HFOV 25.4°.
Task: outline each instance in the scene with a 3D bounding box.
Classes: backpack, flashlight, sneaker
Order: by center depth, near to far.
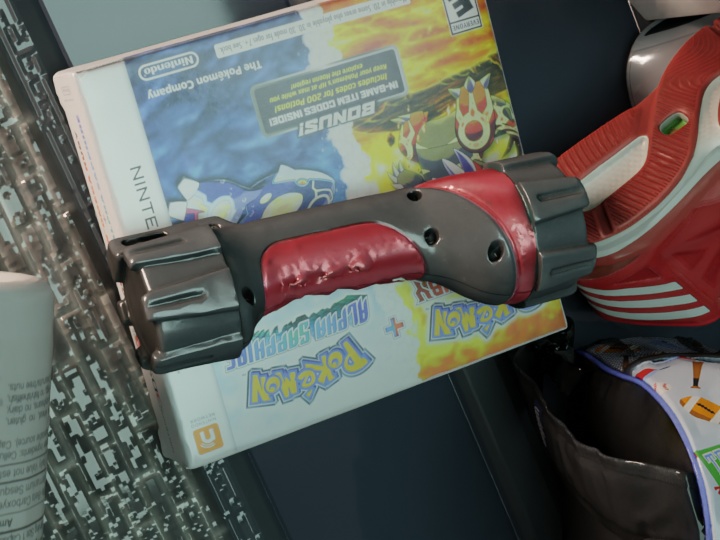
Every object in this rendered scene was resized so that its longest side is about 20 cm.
[{"bbox_3d":[0.000,0.000,0.680,0.200,0.068,0.068,-14,103,-22],"label":"flashlight"},{"bbox_3d":[0.161,0.124,0.724,0.154,0.191,0.201,-7,96,-2],"label":"backpack"},{"bbox_3d":[0.181,-0.049,0.781,0.200,0.078,0.116,-31,141,-2],"label":"sneaker"}]

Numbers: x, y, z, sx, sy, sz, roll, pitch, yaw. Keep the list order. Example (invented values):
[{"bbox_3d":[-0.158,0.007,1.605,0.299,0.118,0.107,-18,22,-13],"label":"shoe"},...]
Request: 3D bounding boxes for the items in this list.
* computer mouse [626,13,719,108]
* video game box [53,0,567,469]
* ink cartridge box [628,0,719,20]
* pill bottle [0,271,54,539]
[{"bbox_3d":[0.229,-0.117,0.823,0.200,0.044,0.110,-23,103,-19],"label":"computer mouse"},{"bbox_3d":[-0.018,-0.028,0.730,0.200,0.047,0.183,-19,103,-19],"label":"video game box"},{"bbox_3d":[0.180,-0.185,0.758,0.067,0.117,0.200,44,80,-19],"label":"ink cartridge box"},{"bbox_3d":[-0.184,0.100,0.635,0.114,0.114,0.201,3,93,-22],"label":"pill bottle"}]
